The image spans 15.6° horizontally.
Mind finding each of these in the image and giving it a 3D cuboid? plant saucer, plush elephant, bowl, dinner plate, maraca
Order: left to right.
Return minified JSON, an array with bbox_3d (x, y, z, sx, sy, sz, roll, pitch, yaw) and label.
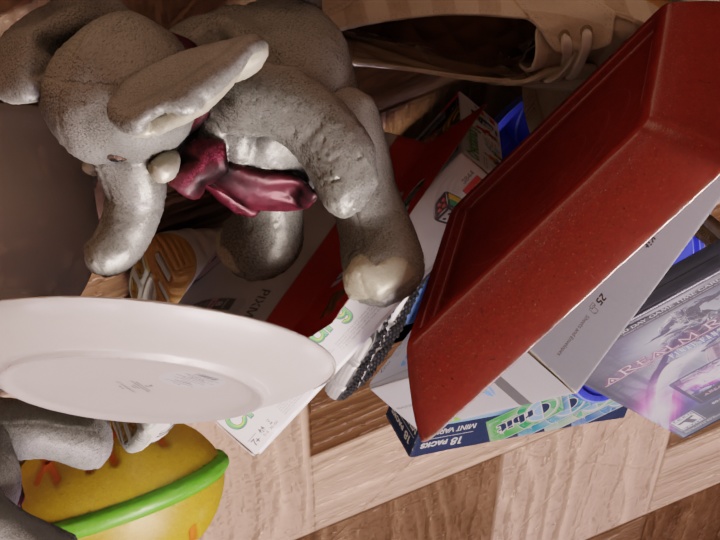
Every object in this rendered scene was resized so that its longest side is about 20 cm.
[{"bbox_3d":[-0.261,0.158,1.553,0.199,0.165,0.155,17,126,-18],"label":"plush elephant"},{"bbox_3d":[-0.214,0.008,1.355,0.200,0.091,0.201,-21,157,-9],"label":"bowl"},{"bbox_3d":[-0.177,0.151,1.686,0.199,0.108,0.137,-16,-176,16],"label":"maraca"},{"bbox_3d":[-0.111,0.049,1.288,0.199,0.024,0.200,2,164,1],"label":"dinner plate"},{"bbox_3d":[-0.079,-0.066,1.214,0.154,0.201,0.164,-16,-160,-28],"label":"plush elephant"},{"bbox_3d":[0.096,-0.036,1.219,0.200,0.037,0.200,-43,-169,25],"label":"plant saucer"}]

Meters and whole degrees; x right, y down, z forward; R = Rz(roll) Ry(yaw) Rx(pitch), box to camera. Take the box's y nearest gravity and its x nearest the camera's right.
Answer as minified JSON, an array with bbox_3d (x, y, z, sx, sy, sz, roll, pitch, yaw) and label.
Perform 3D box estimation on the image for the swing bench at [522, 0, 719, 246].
[{"bbox_3d":[0.204,-0.108,1.382,0.199,0.130,0.199,24,142,-7],"label":"swing bench"}]

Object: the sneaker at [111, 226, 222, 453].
[{"bbox_3d":[-0.098,0.043,1.571,0.087,0.076,0.200,-13,155,-27],"label":"sneaker"}]

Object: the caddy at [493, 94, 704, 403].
[{"bbox_3d":[0.118,-0.019,1.541,0.141,0.105,0.200,-47,144,-19],"label":"caddy"}]

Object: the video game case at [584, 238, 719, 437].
[{"bbox_3d":[0.193,0.031,1.375,0.142,0.019,0.200,-30,156,18],"label":"video game case"}]

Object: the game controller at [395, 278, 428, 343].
[{"bbox_3d":[0.041,0.006,1.680,0.199,0.042,0.104,-19,157,-17],"label":"game controller"}]

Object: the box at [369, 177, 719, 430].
[{"bbox_3d":[0.095,0.001,1.298,0.156,0.041,0.200,-51,-169,-20],"label":"box"}]

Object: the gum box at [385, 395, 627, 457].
[{"bbox_3d":[0.120,0.026,1.699,0.169,0.045,0.201,-9,137,-27],"label":"gum box"}]

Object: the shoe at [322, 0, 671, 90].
[{"bbox_3d":[0.066,-0.114,1.300,0.199,0.054,0.070,9,136,3],"label":"shoe"}]

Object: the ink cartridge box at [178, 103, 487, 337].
[{"bbox_3d":[-0.032,-0.015,1.385,0.163,0.057,0.200,-55,-173,-29],"label":"ink cartridge box"}]

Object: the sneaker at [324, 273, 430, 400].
[{"bbox_3d":[0.008,-0.019,1.557,0.201,0.080,0.074,-58,166,23],"label":"sneaker"}]

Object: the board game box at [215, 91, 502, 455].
[{"bbox_3d":[0.000,0.000,1.427,0.200,0.035,0.126,-48,-169,14],"label":"board game box"}]
